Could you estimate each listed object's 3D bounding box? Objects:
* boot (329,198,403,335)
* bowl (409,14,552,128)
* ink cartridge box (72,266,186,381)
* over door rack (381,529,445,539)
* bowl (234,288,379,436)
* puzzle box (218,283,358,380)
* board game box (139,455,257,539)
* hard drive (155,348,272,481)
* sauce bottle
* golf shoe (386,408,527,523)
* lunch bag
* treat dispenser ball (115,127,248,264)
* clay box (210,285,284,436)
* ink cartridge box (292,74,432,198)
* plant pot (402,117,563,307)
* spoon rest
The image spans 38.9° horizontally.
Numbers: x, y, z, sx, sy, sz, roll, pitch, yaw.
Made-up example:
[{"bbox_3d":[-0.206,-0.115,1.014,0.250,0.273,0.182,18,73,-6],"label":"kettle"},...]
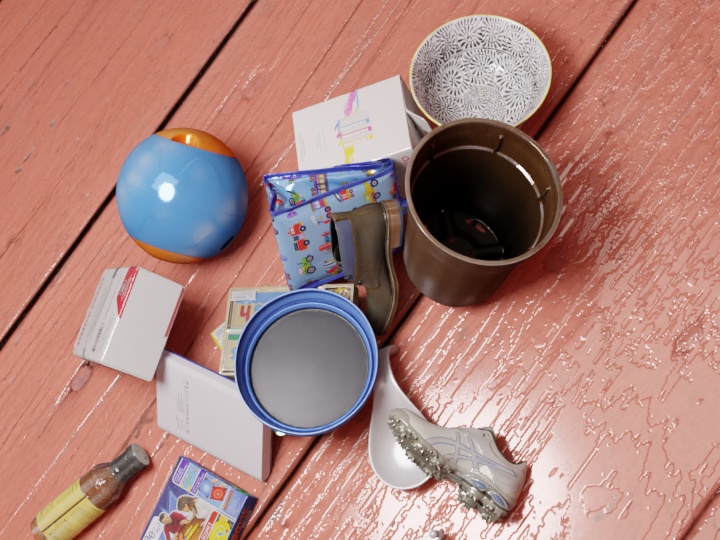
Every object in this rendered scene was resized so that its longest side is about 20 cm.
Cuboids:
[{"bbox_3d":[0.000,0.000,1.399,0.095,0.204,0.075,-6,25,-19],"label":"boot"},{"bbox_3d":[0.170,-0.253,1.448,0.196,0.095,0.204,-3,63,6],"label":"bowl"},{"bbox_3d":[-0.347,0.076,1.515,0.199,0.083,0.147,0,68,62],"label":"ink cartridge box"},{"bbox_3d":[0.027,0.429,1.306,0.197,0.067,0.150,-19,66,16],"label":"over door rack"},{"bbox_3d":[-0.071,0.126,1.373,0.196,0.040,0.204,-2,67,6],"label":"bowl"},{"bbox_3d":[-0.102,0.088,1.446,0.196,0.025,0.136,-3,69,17],"label":"puzzle box"},{"bbox_3d":[-0.247,0.386,1.451,0.134,0.034,0.203,22,82,28],"label":"board game box"},{"bbox_3d":[-0.211,0.206,1.461,0.197,0.025,0.134,21,122,27],"label":"hard drive"},{"bbox_3d":[-0.399,0.335,1.516,0.199,0.066,0.066,-38,63,6],"label":"sauce bottle"},{"bbox_3d":[0.126,0.230,1.316,0.199,0.078,0.098,39,67,3],"label":"golf shoe"},{"bbox_3d":[-0.022,-0.070,1.421,0.196,0.152,0.095,-13,41,-3],"label":"lunch bag"},{"bbox_3d":[-0.267,-0.112,1.533,0.197,0.201,0.205,-7,70,20],"label":"treat dispenser ball"},{"bbox_3d":[-0.120,0.134,1.476,0.114,0.048,0.201,-39,64,3],"label":"clay box"},{"bbox_3d":[0.019,-0.178,1.477,0.197,0.129,0.127,-17,64,16],"label":"ink cartridge box"},{"bbox_3d":[0.139,-0.059,1.325,0.196,0.199,0.204,3,66,-6],"label":"plant pot"},{"bbox_3d":[0.047,0.195,1.380,0.098,0.061,0.203,-20,66,13],"label":"spoon rest"}]
